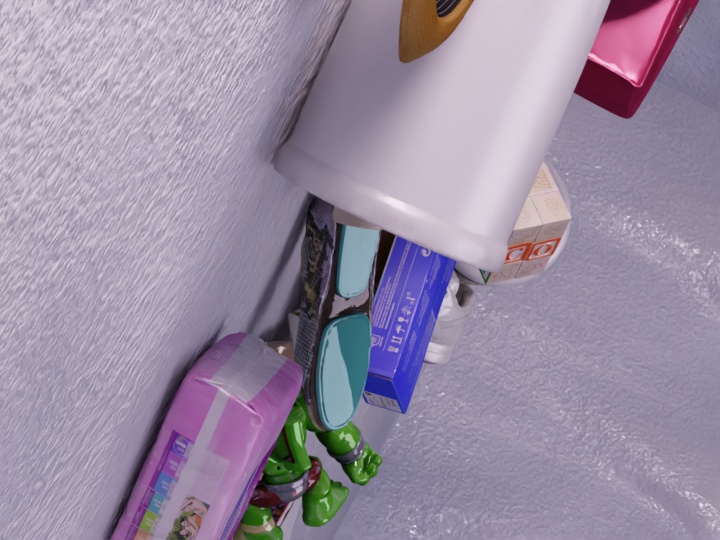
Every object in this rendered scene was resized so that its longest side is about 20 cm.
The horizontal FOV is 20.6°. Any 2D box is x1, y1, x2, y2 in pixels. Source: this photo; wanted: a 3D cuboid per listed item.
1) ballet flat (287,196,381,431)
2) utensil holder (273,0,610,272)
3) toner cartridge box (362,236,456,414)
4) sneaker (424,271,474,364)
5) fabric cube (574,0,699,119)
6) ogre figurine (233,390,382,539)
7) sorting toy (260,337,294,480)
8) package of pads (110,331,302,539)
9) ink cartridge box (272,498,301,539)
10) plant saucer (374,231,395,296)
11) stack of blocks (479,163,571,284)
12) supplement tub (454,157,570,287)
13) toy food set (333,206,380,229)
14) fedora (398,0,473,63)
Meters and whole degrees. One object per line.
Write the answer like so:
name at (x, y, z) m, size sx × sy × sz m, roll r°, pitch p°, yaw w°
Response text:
ballet flat at (-0.024, 0.025, 1.581) m, size 0.072 × 0.071 × 0.202 m, roll -40°, pitch 138°, yaw -74°
utensil holder at (0.058, -0.124, 1.316) m, size 0.202 × 0.169 × 0.170 m, roll -65°, pitch 174°, yaw 5°
toner cartridge box at (0.047, 0.021, 1.818) m, size 0.095 × 0.043 × 0.202 m, roll 71°, pitch 35°, yaw -66°
sneaker at (0.037, 0.028, 1.928) m, size 0.199 × 0.075 × 0.100 m, roll 17°, pitch 109°, yaw -51°
fabric cube at (0.198, -0.270, 1.709) m, size 0.198 × 0.199 × 0.199 m, roll -62°, pitch 174°, yaw -1°
ogre figurine at (-0.068, 0.159, 1.619) m, size 0.098 × 0.198 × 0.121 m, roll -134°, pitch -148°, yaw -59°
sorting toy at (-0.095, 0.135, 1.746) m, size 0.186 × 0.036 × 0.200 m, roll -64°, pitch 169°, yaw 7°
package of pads at (-0.116, 0.152, 1.426) m, size 0.201 × 0.075 × 0.120 m, roll -66°, pitch 172°, yaw 19°
ink cartridge box at (-0.114, 0.296, 2.150) m, size 0.109 × 0.050 × 0.201 m, roll -58°, pitch 171°, yaw -35°
plant saucer at (0.000, 0.000, 1.778) m, size 0.200 × 0.035 × 0.202 m, roll 14°, pitch 90°, yaw -75°
stack of blocks at (0.106, -0.090, 1.741) m, size 0.058 × 0.201 × 0.116 m, roll -12°, pitch 151°, yaw -21°
supplement tub at (0.120, -0.057, 2.033) m, size 0.146 × 0.144 × 0.200 m, roll -62°, pitch -168°, yaw -6°
toy food set at (0.025, -0.122, 1.495) m, size 0.200 × 0.060 × 0.145 m, roll -50°, pitch 155°, yaw -72°
fedora at (0.036, -0.219, 1.134) m, size 0.202 × 0.081 × 0.201 m, roll -61°, pitch 167°, yaw -24°
